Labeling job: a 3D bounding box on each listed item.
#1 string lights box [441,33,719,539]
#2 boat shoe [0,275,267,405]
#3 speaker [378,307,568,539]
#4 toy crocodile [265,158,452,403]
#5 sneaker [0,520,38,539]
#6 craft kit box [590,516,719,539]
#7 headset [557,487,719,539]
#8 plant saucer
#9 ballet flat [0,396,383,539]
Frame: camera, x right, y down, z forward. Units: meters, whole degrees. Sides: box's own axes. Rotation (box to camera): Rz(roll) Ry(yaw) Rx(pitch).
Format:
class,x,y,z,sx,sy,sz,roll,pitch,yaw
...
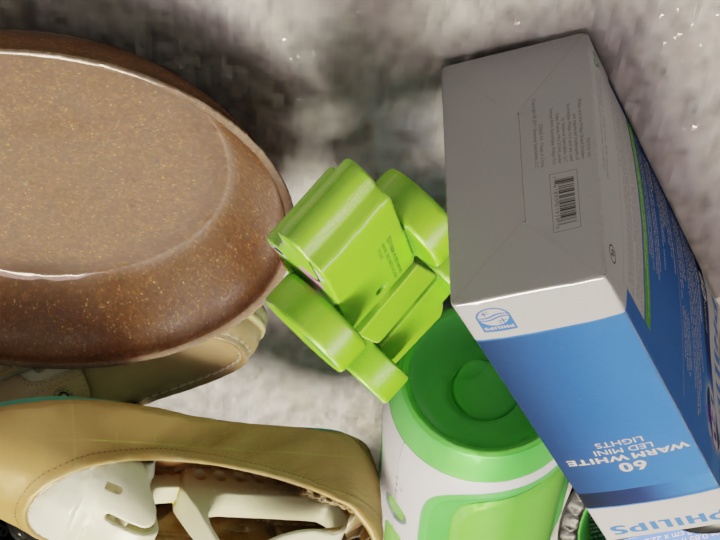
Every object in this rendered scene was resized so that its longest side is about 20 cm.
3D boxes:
class,x,y,z,sx,sy,sz,roll,pitch,yaw
string lights box,0.091,0.013,0.895,0.059,0.103,0.200,-11,146,17
boat shoe,-0.128,0.053,1.000,0.199,0.065,0.072,-14,146,23
speaker,0.049,0.095,1.048,0.088,0.089,0.200,2,148,-1
toy crocodile,0.000,0.000,0.878,0.062,0.068,0.200,41,178,16
sneaker,-0.188,0.167,1.048,0.066,0.201,0.090,27,-174,3
craft kit box,0.217,0.176,1.115,0.199,0.049,0.199,-13,115,11
headset,0.178,0.096,1.026,0.200,0.094,0.124,-35,103,33
plant saucer,-0.123,-0.030,0.886,0.199,0.037,0.201,0,145,0
ballet flat,-0.076,0.091,0.966,0.199,0.063,0.069,4,134,-27
